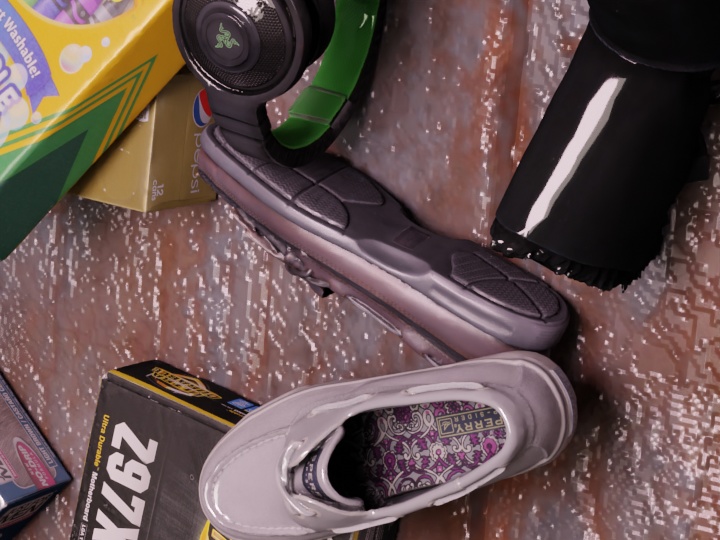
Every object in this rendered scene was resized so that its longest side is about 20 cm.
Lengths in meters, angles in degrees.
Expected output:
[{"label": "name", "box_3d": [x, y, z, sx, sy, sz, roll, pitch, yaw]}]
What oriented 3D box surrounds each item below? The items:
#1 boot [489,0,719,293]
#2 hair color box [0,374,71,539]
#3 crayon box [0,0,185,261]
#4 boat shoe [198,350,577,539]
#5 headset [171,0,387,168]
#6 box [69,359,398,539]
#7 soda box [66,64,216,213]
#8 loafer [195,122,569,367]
[{"label": "boot", "box_3d": [0.099, -0.075, 0.890, 0.073, 0.198, 0.163, 35, 107, 24]}, {"label": "hair color box", "box_3d": [-0.255, 0.136, 1.205, 0.200, 0.060, 0.100, -43, 76, 29]}, {"label": "crayon box", "box_3d": [-0.149, -0.120, 1.041, 0.200, 0.052, 0.126, -45, 65, 13]}, {"label": "boat shoe", "box_3d": [-0.001, 0.085, 0.989, 0.199, 0.068, 0.073, -11, 91, 32]}, {"label": "headset", "box_3d": [-0.042, -0.136, 0.969, 0.093, 0.124, 0.201, 19, 147, 21]}, {"label": "box", "box_3d": [-0.073, 0.164, 1.111, 0.159, 0.049, 0.201, 22, 109, 28]}, {"label": "soda box", "box_3d": [-0.167, -0.083, 1.117, 0.199, 0.064, 0.068, 14, 104, 28]}, {"label": "loafer", "box_3d": [0.000, 0.000, 1.031, 0.199, 0.072, 0.063, 30, 116, 20]}]
